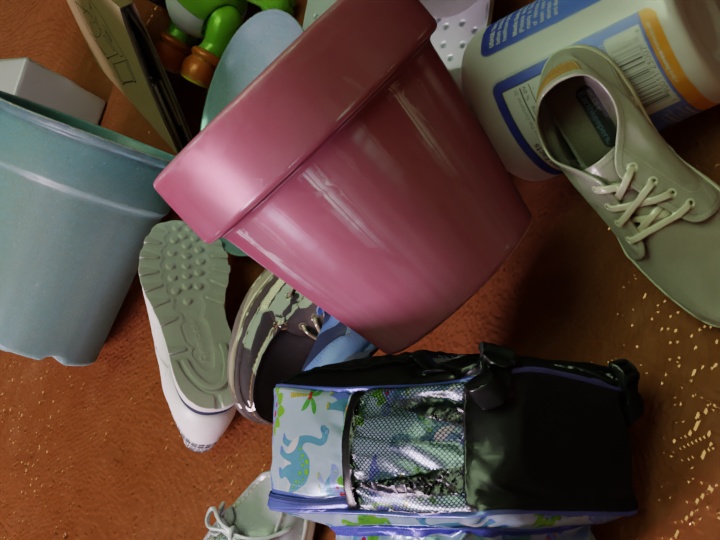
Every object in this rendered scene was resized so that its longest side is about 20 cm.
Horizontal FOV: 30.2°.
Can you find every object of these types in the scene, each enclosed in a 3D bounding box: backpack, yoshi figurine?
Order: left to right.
[{"bbox_3d":[-0.110,-0.264,1.200,0.112,0.112,0.201,-110,40,-75],"label":"yoshi figurine"},{"bbox_3d":[0.046,0.121,0.800,0.199,0.182,0.148,-3,82,39],"label":"backpack"}]

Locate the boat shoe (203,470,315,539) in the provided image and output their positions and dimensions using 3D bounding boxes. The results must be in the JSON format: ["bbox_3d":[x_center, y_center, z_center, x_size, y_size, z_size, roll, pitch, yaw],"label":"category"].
[{"bbox_3d":[-0.104,0.228,0.968,0.203,0.065,0.074,-54,46,9],"label":"boat shoe"}]

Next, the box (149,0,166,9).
[{"bbox_3d":[-0.149,-0.338,1.222,0.201,0.041,0.156,-58,0,6],"label":"box"}]

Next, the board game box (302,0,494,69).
[{"bbox_3d":[0.038,-0.236,1.082,0.199,0.026,0.202,-5,68,41],"label":"board game box"}]

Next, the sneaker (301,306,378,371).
[{"bbox_3d":[0.000,0.000,0.938,0.201,0.082,0.074,-61,7,-20],"label":"sneaker"}]

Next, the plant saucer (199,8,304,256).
[{"bbox_3d":[-0.073,-0.110,1.091,0.200,0.038,0.203,-13,74,55],"label":"plant saucer"}]

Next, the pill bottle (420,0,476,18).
[{"bbox_3d":[0.023,-0.270,1.015,0.111,0.110,0.200,-49,47,14],"label":"pill bottle"}]

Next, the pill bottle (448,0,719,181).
[{"bbox_3d":[0.137,-0.126,0.882,0.199,0.112,0.113,-23,57,33],"label":"pill bottle"}]

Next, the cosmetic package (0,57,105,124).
[{"bbox_3d":[-0.336,-0.095,1.302,0.071,0.101,0.202,6,74,44],"label":"cosmetic package"}]

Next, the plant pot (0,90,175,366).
[{"bbox_3d":[-0.268,-0.034,1.163,0.200,0.199,0.198,25,97,45],"label":"plant pot"}]

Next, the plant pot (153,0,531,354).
[{"bbox_3d":[0.002,-0.056,0.827,0.200,0.179,0.200,-43,6,5],"label":"plant pot"}]

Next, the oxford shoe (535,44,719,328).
[{"bbox_3d":[0.168,-0.045,0.793,0.075,0.058,0.201,-37,88,32],"label":"oxford shoe"}]

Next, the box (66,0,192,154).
[{"bbox_3d":[-0.226,-0.214,1.224,0.021,0.164,0.200,-31,45,-13],"label":"box"}]

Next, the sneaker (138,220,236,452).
[{"bbox_3d":[-0.141,0.048,1.078,0.081,0.076,0.201,106,158,-50],"label":"sneaker"}]

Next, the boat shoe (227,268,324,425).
[{"bbox_3d":[-0.035,0.023,0.995,0.073,0.074,0.201,18,85,44],"label":"boat shoe"}]
